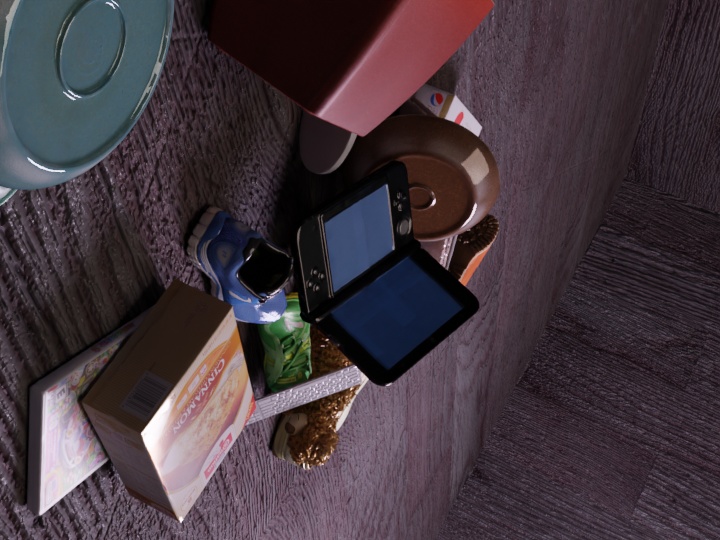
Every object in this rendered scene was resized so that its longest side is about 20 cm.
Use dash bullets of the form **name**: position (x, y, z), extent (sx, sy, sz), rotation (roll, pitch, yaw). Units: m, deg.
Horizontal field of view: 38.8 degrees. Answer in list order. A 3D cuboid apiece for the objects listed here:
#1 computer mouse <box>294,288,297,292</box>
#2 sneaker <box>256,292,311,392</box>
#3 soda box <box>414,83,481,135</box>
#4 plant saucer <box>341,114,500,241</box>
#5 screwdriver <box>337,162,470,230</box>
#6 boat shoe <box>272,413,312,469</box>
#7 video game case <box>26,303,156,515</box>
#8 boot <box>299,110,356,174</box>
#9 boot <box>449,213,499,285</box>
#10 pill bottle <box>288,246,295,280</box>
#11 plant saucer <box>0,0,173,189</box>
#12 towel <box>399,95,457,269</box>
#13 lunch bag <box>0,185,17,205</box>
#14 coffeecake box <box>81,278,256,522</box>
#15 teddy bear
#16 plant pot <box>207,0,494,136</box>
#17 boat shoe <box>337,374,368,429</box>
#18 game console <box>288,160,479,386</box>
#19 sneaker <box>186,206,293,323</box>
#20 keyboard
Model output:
- **computer mouse**: position (-0.038, 0.028, 1.413), extent (0.199, 0.034, 0.060), rotation (-10, 121, -69)
- **sneaker**: position (-0.087, 0.099, 1.262), extent (0.073, 0.084, 0.202), rotation (-14, 143, -9)
- **soda box**: position (0.124, -0.217, 1.527), extent (0.069, 0.063, 0.200), rotation (-67, 161, 2)
- **plant saucer**: position (0.072, -0.100, 1.249), extent (0.202, 0.196, 0.037), rotation (92, 6, -47)
- **screwdriver**: position (0.054, -0.097, 1.301), extent (0.028, 0.198, 0.029), rotation (-65, -164, -9)
- **boat shoe**: position (-0.067, 0.186, 1.471), extent (0.073, 0.062, 0.203), rotation (-16, 127, -65)
- **video game case**: position (-0.244, 0.125, 0.986), extent (0.200, 0.018, 0.145), rotation (-40, 147, -54)
- **boot**: position (-0.004, -0.206, 1.169), extent (0.095, 0.073, 0.203), rotation (-3, 114, -62)
- **boot**: position (0.193, -0.020, 1.945), extent (0.201, 0.074, 0.108), rotation (-50, 159, -21)
- **pill bottle**: position (0.000, 0.000, 1.310), extent (0.116, 0.113, 0.200), rotation (-65, 151, -4)
- **plant saucer**: position (-0.172, -0.140, 0.625), extent (0.201, 0.027, 0.202), rotation (-55, 159, -33)
- **towel**: position (0.086, -0.110, 1.394), extent (0.032, 0.191, 0.203), rotation (-2, 121, -29)
- **lunch bag**: position (-0.224, -0.142, 0.636), extent (0.201, 0.076, 0.162), rotation (-56, 159, -29)
- **coffeecake box**: position (-0.183, 0.135, 1.024), extent (0.155, 0.072, 0.201), rotation (-57, 160, -30)
- **teddy bear**: position (-0.059, 0.154, 1.359), extent (0.067, 0.143, 0.203), rotation (44, 66, -48)
- **plant pot**: position (-0.022, -0.239, 0.928), extent (0.178, 0.199, 0.200), rotation (-57, 163, 9)
- **boat shoe**: position (-0.031, 0.157, 1.540), extent (0.076, 0.071, 0.203), rotation (10, 103, -59)
- **game console**: position (0.033, -0.003, 1.141), extent (0.199, 0.117, 0.175), rotation (-35, 128, -41)
- **sneaker**: position (-0.114, 0.012, 1.089), extent (0.079, 0.088, 0.201), rotation (-59, 157, -15)
- **keyboard**: position (-0.093, 0.159, 1.258), extent (0.197, 0.011, 0.056), rotation (-20, 155, -5)
